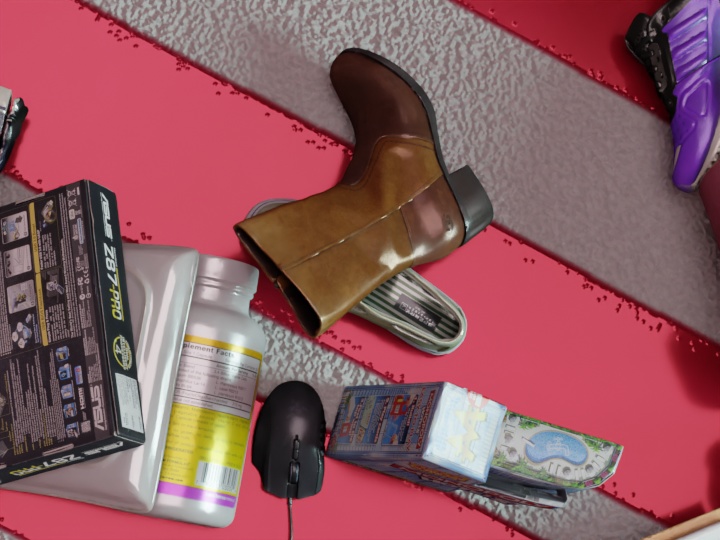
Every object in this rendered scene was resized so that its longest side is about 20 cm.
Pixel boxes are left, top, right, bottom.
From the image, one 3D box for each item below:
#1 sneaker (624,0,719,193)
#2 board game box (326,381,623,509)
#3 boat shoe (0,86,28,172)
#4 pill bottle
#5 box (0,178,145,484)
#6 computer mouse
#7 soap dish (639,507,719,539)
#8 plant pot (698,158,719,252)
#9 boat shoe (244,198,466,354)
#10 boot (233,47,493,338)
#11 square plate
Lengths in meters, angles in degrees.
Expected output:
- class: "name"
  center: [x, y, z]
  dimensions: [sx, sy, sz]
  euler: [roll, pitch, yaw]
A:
- class: "sneaker"
  center: [0.261, -0.165, 1.786]
  dimensions: [0.099, 0.070, 0.201]
  euler: [12, 84, 6]
- class: "board game box"
  center: [0.087, 0.135, 1.655]
  dimensions: [0.199, 0.200, 0.062]
  euler: [17, 81, -5]
- class: "boat shoe"
  center: [-0.363, -0.113, 1.687]
  dimensions: [0.199, 0.075, 0.093]
  euler: [14, 74, -6]
- class: "pill bottle"
  center: [-0.131, 0.091, 1.680]
  dimensions: [0.104, 0.104, 0.201]
  euler: [11, 81, -6]
- class: "box"
  center: [-0.248, 0.050, 1.629]
  dimensions: [0.161, 0.049, 0.201]
  euler: [-17, 71, 20]
- class: "computer mouse"
  center: [-0.055, 0.186, 1.715]
  dimensions: [0.058, 0.034, 0.201]
  euler: [1, 84, -8]
- class: "soap dish"
  center: [0.234, 0.288, 1.716]
  dimensions: [0.199, 0.081, 0.158]
  euler: [-20, 86, -10]
- class: "plant pot"
  center: [0.365, -0.023, 1.726]
  dimensions: [0.199, 0.200, 0.180]
  euler: [-25, 71, -10]
- class: "boat shoe"
  center: [0.000, 0.000, 1.729]
  dimensions: [0.199, 0.062, 0.072]
  euler: [28, 81, -4]
- class: "boot"
  center: [-0.021, -0.064, 1.696]
  dimensions: [0.200, 0.068, 0.189]
  euler: [-29, 86, -32]
- class: "square plate"
  center: [-0.227, 0.071, 1.657]
  dimensions: [0.197, 0.028, 0.201]
  euler: [6, 80, 27]
